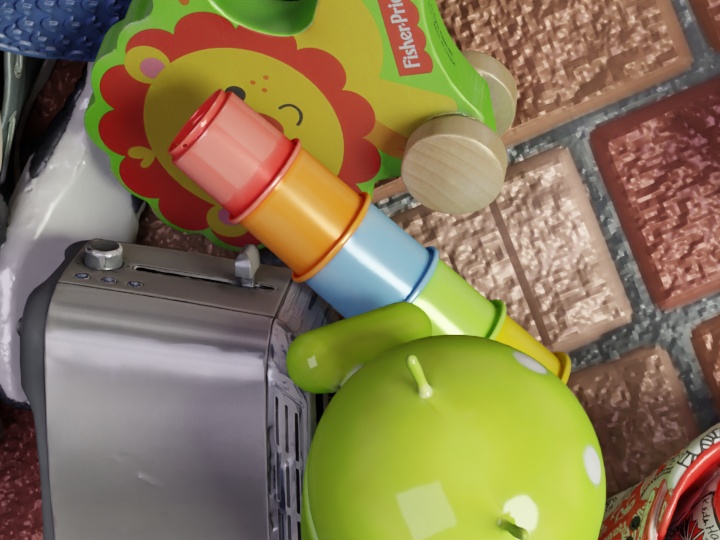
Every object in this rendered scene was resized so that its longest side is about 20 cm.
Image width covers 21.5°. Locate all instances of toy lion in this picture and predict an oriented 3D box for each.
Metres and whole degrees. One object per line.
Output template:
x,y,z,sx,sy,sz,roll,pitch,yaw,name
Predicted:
-0.036,-0.092,0.837,0.191,0.069,0.200,-4,132,15,toy lion

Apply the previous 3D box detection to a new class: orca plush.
-0.156,-0.037,0.924,0.071,0.105,0.201,10,99,50,orca plush

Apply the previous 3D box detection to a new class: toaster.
-0.078,0.083,0.864,0.129,0.114,0.201,3,110,8,toaster

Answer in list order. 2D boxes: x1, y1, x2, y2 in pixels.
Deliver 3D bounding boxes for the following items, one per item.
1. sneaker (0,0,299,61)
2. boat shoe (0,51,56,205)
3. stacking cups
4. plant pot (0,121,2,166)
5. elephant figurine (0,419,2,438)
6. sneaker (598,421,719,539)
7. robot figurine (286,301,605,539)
-0.090,-0.150,0.878,0.199,0.070,0.078,-5,63,-4,sneaker
-0.202,-0.068,0.941,0.073,0.062,0.201,24,99,17,boat shoe
0.000,0.000,0.837,0.200,0.061,0.061,39,104,-11,stacking cups
-0.290,-0.082,0.827,0.199,0.187,0.188,-20,85,10,plant pot
-0.276,0.126,0.929,0.155,0.141,0.200,35,98,7,elephant figurine
0.122,0.125,0.812,0.201,0.108,0.067,-40,79,16,sneaker
0.034,0.097,0.755,0.115,0.200,0.176,-32,73,-13,robot figurine
